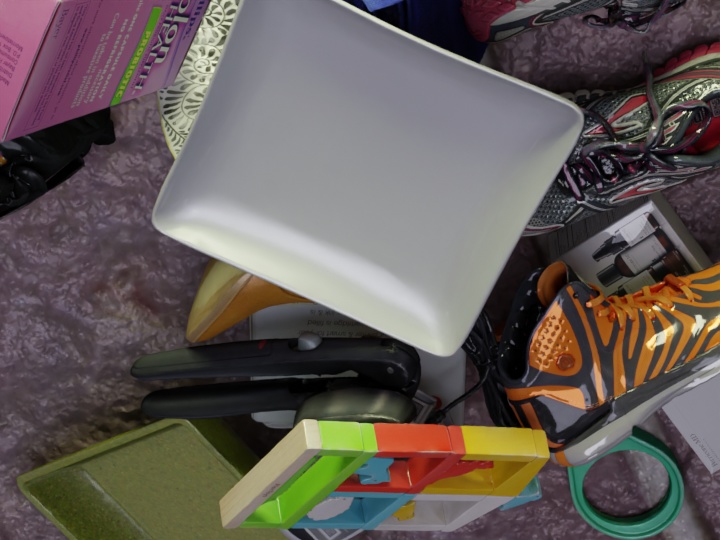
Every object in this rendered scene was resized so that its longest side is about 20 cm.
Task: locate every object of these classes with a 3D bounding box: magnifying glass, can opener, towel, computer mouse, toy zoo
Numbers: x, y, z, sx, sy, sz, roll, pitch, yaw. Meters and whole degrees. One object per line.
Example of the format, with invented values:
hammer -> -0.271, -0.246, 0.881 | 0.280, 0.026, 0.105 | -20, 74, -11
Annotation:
magnifying glass -> 0.158, 0.112, 1.537 | 0.080, 0.022, 0.200 | -31, 110, 17
can opener -> -0.055, 0.068, 1.385 | 0.199, 0.079, 0.064 | 3, 108, 22
towel -> 0.035, -0.171, 1.306 | 0.049, 0.200, 0.148 | 0, 116, 17
computer mouse -> 0.022, 0.107, 1.438 | 0.200, 0.044, 0.110 | -35, 115, 12
toy zoo -> 0.028, 0.131, 1.367 | 0.200, 0.021, 0.131 | 4, 151, -27

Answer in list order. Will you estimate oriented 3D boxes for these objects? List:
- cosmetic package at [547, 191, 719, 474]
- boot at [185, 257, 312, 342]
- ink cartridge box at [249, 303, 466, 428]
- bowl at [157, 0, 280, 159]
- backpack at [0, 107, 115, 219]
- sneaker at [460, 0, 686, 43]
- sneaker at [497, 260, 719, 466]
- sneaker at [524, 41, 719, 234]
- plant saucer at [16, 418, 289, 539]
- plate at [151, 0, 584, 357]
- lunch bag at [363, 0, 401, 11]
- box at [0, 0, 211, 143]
cosmetic package -> 0.216, 0.039, 1.481 | 0.082, 0.051, 0.200 | -33, 111, 18
boot -> -0.011, 0.007, 1.368 | 0.144, 0.071, 0.201 | 23, 137, -19
ink cartridge box -> 0.000, 0.000, 1.454 | 0.145, 0.083, 0.200 | 2, 117, 2
bowl -> -0.042, -0.147, 1.346 | 0.094, 0.201, 0.201 | 10, 120, -31
backpack -> -0.277, -0.083, 1.399 | 0.200, 0.167, 0.127 | -22, 94, 16
sneaker -> 0.152, -0.176, 1.323 | 0.200, 0.081, 0.075 | -23, 124, -23
sneaker -> 0.174, 0.027, 1.388 | 0.200, 0.078, 0.112 | -39, 108, -9
sneaker -> 0.171, -0.082, 1.384 | 0.200, 0.075, 0.081 | -28, 113, 3
plant saucer -> -0.113, 0.177, 1.535 | 0.200, 0.048, 0.200 | -23, 116, 43
plate -> 0.002, -0.062, 1.239 | 0.200, 0.032, 0.200 | 24, 127, -3
lunch bag -> 0.036, -0.230, 1.131 | 0.200, 0.094, 0.151 | -20, 104, 32
box -> -0.208, -0.176, 1.282 | 0.176, 0.200, 0.097 | 33, 116, 13
